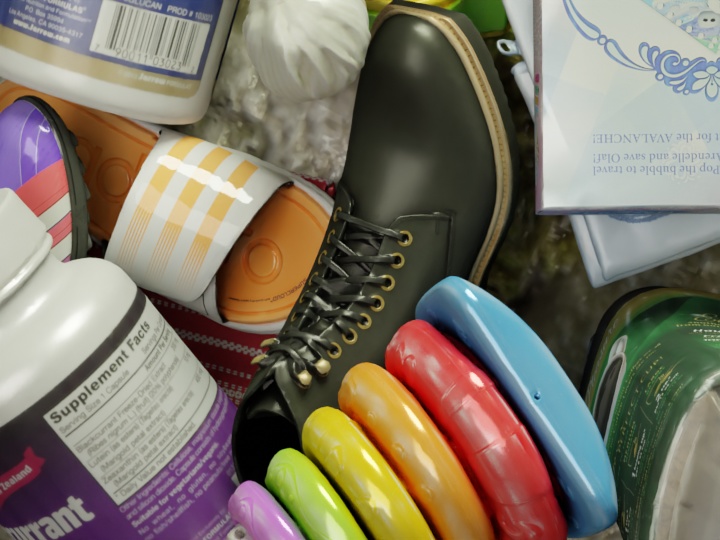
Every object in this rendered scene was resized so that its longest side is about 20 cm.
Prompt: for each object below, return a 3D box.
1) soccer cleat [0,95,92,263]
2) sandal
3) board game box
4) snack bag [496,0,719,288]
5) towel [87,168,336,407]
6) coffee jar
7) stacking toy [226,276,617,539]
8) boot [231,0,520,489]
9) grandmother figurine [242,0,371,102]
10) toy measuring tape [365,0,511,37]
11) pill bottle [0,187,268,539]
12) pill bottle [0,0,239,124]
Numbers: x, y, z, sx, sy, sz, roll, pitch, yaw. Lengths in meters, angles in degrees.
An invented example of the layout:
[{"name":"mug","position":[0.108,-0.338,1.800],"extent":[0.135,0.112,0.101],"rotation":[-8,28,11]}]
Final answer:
[{"name":"soccer cleat","position":[-0.177,0.013,0.999],"extent":[0.068,0.073,0.200],"rotation":[44,130,37]},{"name":"sandal","position":[-0.104,-0.031,0.996],"extent":[0.206,0.059,0.079],"rotation":[25,102,20]},{"name":"board game box","position":[0.170,-0.122,0.877],"extent":[0.200,0.043,0.199],"rotation":[0,87,1]},{"name":"snack bag","position":[0.149,-0.116,0.909],"extent":[0.188,0.021,0.200],"rotation":[-21,87,1]},{"name":"towel","position":[-0.090,0.042,1.036],"extent":[0.144,0.022,0.200],"rotation":[12,96,21]},{"name":"coffee jar","position":[0.140,0.068,0.863],"extent":[0.085,0.200,0.105],"rotation":[12,99,-5]},{"name":"stacking toy","position":[-0.009,0.101,0.839],"extent":[0.200,0.110,0.116],"rotation":[-34,86,-11]},{"name":"boot","position":[0.000,0.000,0.904],"extent":[0.077,0.138,0.200],"rotation":[14,120,31]},{"name":"grandmother figurine","position":[-0.001,-0.156,0.905],"extent":[0.061,0.200,0.121],"rotation":[34,146,-25]},{"name":"toy measuring tape","position":[0.047,-0.108,0.945],"extent":[0.200,0.074,0.074],"rotation":[23,102,17]},{"name":"pill bottle","position":[-0.120,0.066,0.939],"extent":[0.111,0.111,0.200],"rotation":[-33,106,19]},{"name":"pill bottle","position":[-0.096,-0.176,0.974],"extent":[0.111,0.111,0.200],"rotation":[20,100,17]}]
